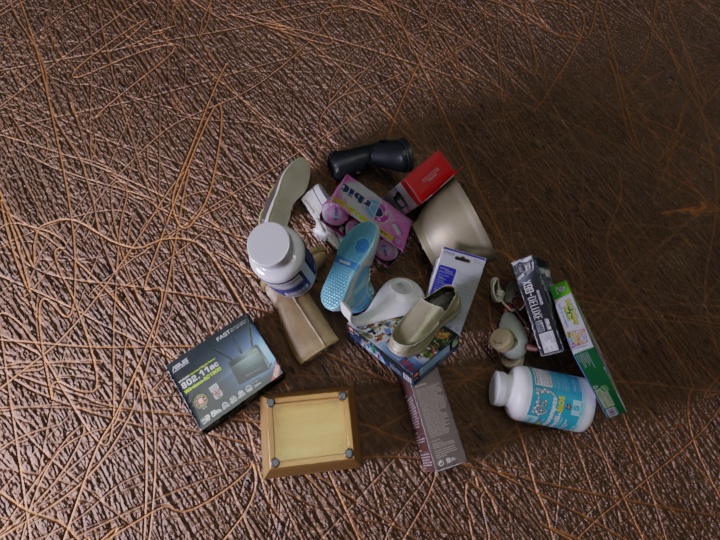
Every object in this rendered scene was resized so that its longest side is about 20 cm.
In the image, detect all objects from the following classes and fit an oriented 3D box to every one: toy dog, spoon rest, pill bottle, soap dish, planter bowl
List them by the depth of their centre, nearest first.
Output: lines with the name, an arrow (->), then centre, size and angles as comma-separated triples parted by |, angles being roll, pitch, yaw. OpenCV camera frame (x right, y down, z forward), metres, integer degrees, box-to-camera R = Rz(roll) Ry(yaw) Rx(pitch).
pill bottle -> -0.154, -0.022, 1.048 | 0.108, 0.200, 0.114 | -1, 75, 5
soap dish -> -0.099, 0.314, 1.054 | 0.195, 0.081, 0.161 | -4, 70, -6
pill bottle -> 0.371, 0.262, 1.109 | 0.195, 0.111, 0.113 | 11, 68, -1
spoon rest -> 0.047, 0.068, 1.120 | 0.197, 0.062, 0.100 | -16, 45, -29
toy dog -> 0.347, 0.112, 1.159 | 0.095, 0.131, 0.205 | -6, 72, 36
planter bowl -> 0.197, -0.083, 1.189 | 0.133, 0.200, 0.203 | -28, 73, 10

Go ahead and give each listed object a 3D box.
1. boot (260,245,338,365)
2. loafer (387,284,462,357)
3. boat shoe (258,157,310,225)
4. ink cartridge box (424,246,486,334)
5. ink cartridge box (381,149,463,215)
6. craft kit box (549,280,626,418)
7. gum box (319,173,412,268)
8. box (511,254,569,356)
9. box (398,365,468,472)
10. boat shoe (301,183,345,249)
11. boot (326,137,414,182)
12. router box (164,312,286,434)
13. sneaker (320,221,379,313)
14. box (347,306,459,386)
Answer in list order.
boot -> -0.104, 0.072, 1.157 | 0.173, 0.066, 0.202 | -32, 75, -3
loafer -> 0.126, 0.091, 1.056 | 0.075, 0.069, 0.199 | 26, 50, 36
boat shoe -> -0.178, -0.172, 1.235 | 0.071, 0.059, 0.204 | 35, 66, -36
ink cartridge box -> 0.192, 0.046, 1.141 | 0.097, 0.204, 0.039 | 16, 25, 1
ink cartridge box -> 0.134, -0.194, 1.200 | 0.116, 0.200, 0.068 | -42, 95, -18
craft kit box -> 0.457, 0.156, 1.082 | 0.048, 0.201, 0.199 | -27, 30, 18
gum box -> 0.011, -0.113, 1.186 | 0.198, 0.066, 0.114 | 34, 42, -9
box -> 0.394, 0.076, 1.149 | 0.049, 0.157, 0.205 | -21, 76, 27
box -> 0.142, 0.293, 1.079 | 0.073, 0.100, 0.204 | -14, 72, -11
boat shoe -> -0.075, -0.099, 1.226 | 0.069, 0.071, 0.203 | -32, 78, 12
boot -> 0.017, -0.250, 1.235 | 0.165, 0.200, 0.078 | -19, 113, -13
router box -> -0.270, 0.206, 1.086 | 0.198, 0.062, 0.151 | -34, 75, -16
sneaker -> 0.000, 0.000, 1.146 | 0.079, 0.130, 0.203 | 31, 92, 33
box -> 0.085, 0.133, 1.101 | 0.135, 0.038, 0.199 | -33, 44, -27
